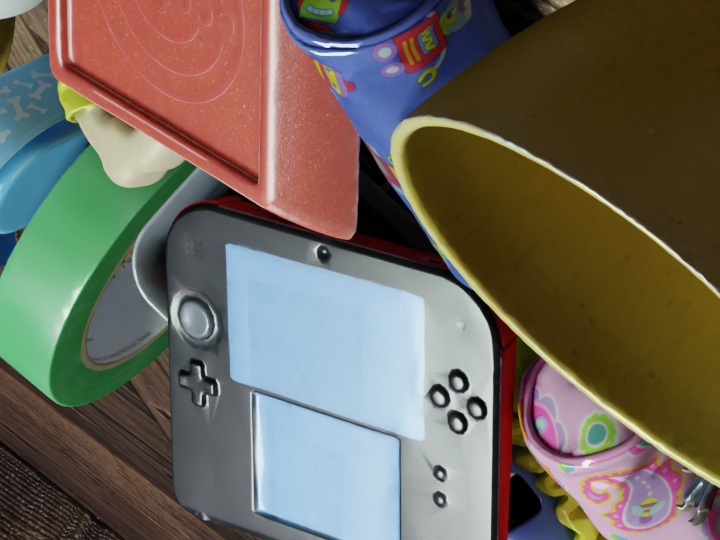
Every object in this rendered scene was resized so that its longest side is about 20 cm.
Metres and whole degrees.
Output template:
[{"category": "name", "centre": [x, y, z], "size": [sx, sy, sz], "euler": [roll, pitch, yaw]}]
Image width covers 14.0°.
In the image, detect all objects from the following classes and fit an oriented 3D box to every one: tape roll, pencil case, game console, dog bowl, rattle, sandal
[{"category": "tape roll", "centre": [-0.120, -0.018, 1.621], "size": [0.048, 0.200, 0.200], "euler": [37, 166, 15]}, {"category": "pencil case", "centre": [0.039, -0.073, 1.251], "size": [0.078, 0.087, 0.200], "euler": [32, 165, 40]}, {"category": "game console", "centre": [-0.013, 0.063, 1.416], "size": [0.200, 0.031, 0.177], "euler": [17, 114, 34]}, {"category": "pencil case", "centre": [0.150, 0.104, 1.402], "size": [0.087, 0.087, 0.200], "euler": [28, 165, 44]}, {"category": "dog bowl", "centre": [-0.159, -0.074, 1.587], "size": [0.050, 0.200, 0.112], "euler": [42, 134, 18]}, {"category": "rattle", "centre": [-0.061, -0.134, 1.435], "size": [0.130, 0.143, 0.200], "euler": [-106, 32, -42]}, {"category": "sandal", "centre": [0.082, 0.114, 1.451], "size": [0.087, 0.080, 0.200], "euler": [-14, 114, 25]}]

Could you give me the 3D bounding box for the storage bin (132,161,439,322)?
[{"category": "storage bin", "centre": [0.000, 0.000, 1.528], "size": [0.200, 0.146, 0.134], "euler": [42, -166, -4]}]

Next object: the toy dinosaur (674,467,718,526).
[{"category": "toy dinosaur", "centre": [0.231, 0.115, 1.316], "size": [0.181, 0.105, 0.200], "euler": [26, 160, -18]}]

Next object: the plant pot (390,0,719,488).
[{"category": "plant pot", "centre": [0.131, -0.032, 0.998], "size": [0.200, 0.142, 0.200], "euler": [39, 166, 12]}]

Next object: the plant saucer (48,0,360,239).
[{"category": "plant saucer", "centre": [-0.079, -0.130, 1.312], "size": [0.200, 0.037, 0.200], "euler": [32, 135, 36]}]

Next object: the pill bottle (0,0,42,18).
[{"category": "pill bottle", "centre": [-0.205, -0.206, 1.476], "size": [0.104, 0.104, 0.200], "euler": [36, 166, 21]}]

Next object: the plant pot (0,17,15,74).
[{"category": "plant pot", "centre": [-0.283, -0.125, 1.640], "size": [0.201, 0.201, 0.189], "euler": [50, -176, -32]}]
